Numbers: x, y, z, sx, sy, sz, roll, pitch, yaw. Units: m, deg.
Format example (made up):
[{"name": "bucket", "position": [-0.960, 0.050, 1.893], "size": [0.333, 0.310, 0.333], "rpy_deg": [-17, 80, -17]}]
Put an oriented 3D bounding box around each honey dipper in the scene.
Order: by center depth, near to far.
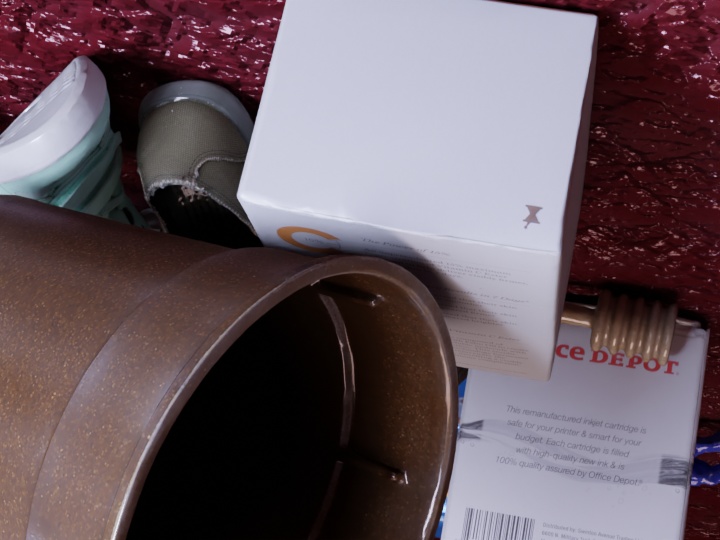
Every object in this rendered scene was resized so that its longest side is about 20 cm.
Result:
[{"name": "honey dipper", "position": [0.089, 0.016, 0.877], "size": [0.197, 0.038, 0.038], "rpy_deg": [13, 165, 11]}]

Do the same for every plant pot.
[{"name": "plant pot", "position": [-0.095, 0.065, 0.586], "size": [0.197, 0.202, 0.200], "rpy_deg": [20, 171, 35]}]

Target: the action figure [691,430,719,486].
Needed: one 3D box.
[{"name": "action figure", "position": [0.230, 0.160, 1.141], "size": [0.198, 0.099, 0.066], "rpy_deg": [2, 121, 35]}]

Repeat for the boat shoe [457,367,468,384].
[{"name": "boat shoe", "position": [-0.017, 0.066, 0.937], "size": [0.201, 0.076, 0.075], "rpy_deg": [-18, -173, -32]}]

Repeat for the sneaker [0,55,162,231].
[{"name": "sneaker", "position": [-0.126, -0.032, 0.716], "size": [0.118, 0.074, 0.200], "rpy_deg": [47, 165, -10]}]

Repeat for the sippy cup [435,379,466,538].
[{"name": "sippy cup", "position": [0.082, 0.131, 1.085], "size": [0.138, 0.132, 0.178], "rpy_deg": [9, 164, 9]}]

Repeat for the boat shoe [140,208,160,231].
[{"name": "boat shoe", "position": [-0.121, -0.005, 0.889], "size": [0.197, 0.066, 0.072], "rpy_deg": [8, 147, -6]}]

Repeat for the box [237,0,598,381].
[{"name": "box", "position": [0.032, -0.031, 0.635], "size": [0.123, 0.099, 0.200], "rpy_deg": [10, 164, 9]}]

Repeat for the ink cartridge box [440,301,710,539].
[{"name": "ink cartridge box", "position": [0.131, 0.126, 0.908], "size": [0.144, 0.203, 0.085], "rpy_deg": [8, 169, 12]}]

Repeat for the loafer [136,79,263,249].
[{"name": "loafer", "position": [-0.063, 0.003, 0.729], "size": [0.074, 0.070, 0.201], "rpy_deg": [-11, 130, 21]}]
